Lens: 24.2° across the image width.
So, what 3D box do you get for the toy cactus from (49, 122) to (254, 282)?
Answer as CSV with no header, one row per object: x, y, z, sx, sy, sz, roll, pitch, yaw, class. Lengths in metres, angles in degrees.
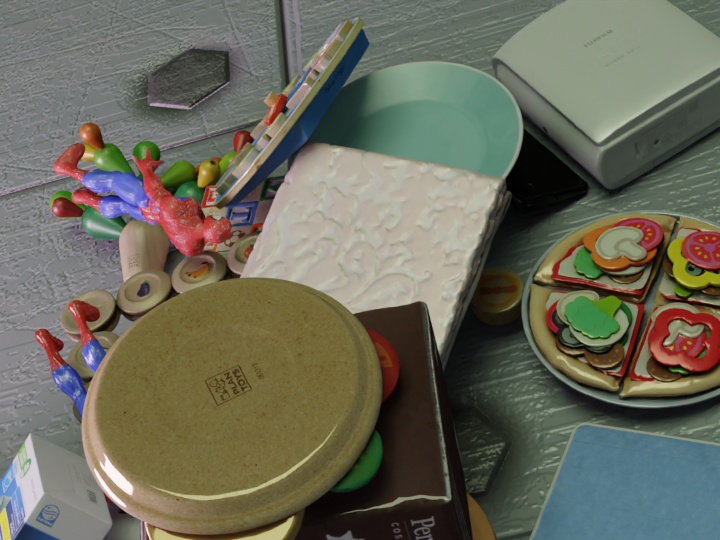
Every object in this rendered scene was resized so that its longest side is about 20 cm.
-0.195,-0.060,1.533,0.200,0.102,0.165,-6,55,5,toy cactus

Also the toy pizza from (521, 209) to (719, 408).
0.223,0.021,1.292,0.200,0.032,0.200,-5,48,6,toy pizza

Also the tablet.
0.225,0.172,1.176,0.200,0.014,0.130,6,50,28,tablet

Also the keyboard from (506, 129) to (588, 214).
0.106,-0.099,1.491,0.104,0.040,0.200,-13,37,-25,keyboard

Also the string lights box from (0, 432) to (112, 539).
-0.258,0.229,1.200,0.200,0.059,0.103,-57,23,7,string lights box

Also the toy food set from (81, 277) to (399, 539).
-0.076,0.085,1.055,0.198,0.049,0.200,-38,53,-18,toy food set

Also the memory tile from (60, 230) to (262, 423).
-0.146,0.044,1.365,0.200,0.017,0.153,-20,43,4,memory tile

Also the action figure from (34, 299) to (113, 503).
-0.189,0.114,1.279,0.065,0.052,0.200,-35,53,8,action figure

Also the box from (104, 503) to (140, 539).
-0.171,0.234,1.242,0.116,0.060,0.200,-4,46,18,box

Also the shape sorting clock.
-0.063,-0.134,1.418,0.200,0.039,0.200,-47,12,13,shape sorting clock

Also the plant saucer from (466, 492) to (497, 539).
0.002,0.221,1.206,0.200,0.032,0.200,-12,43,12,plant saucer

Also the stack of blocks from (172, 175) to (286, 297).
-0.091,0.011,1.431,0.115,0.059,0.200,-6,46,18,stack of blocks

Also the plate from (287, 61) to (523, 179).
0.038,-0.097,1.394,0.200,0.026,0.200,-10,48,11,plate

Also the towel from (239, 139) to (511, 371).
0.000,0.000,1.295,0.191,0.032,0.200,12,65,26,towel

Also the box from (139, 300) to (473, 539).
-0.033,0.146,1.135,0.200,0.166,0.164,-10,49,5,box

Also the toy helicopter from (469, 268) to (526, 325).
0.045,0.000,1.378,0.200,0.079,0.132,25,60,33,toy helicopter

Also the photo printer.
0.222,-0.174,1.480,0.166,0.070,0.200,-31,44,-9,photo printer

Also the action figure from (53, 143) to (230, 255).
-0.178,-0.059,1.418,0.052,0.065,0.200,-41,43,-24,action figure
